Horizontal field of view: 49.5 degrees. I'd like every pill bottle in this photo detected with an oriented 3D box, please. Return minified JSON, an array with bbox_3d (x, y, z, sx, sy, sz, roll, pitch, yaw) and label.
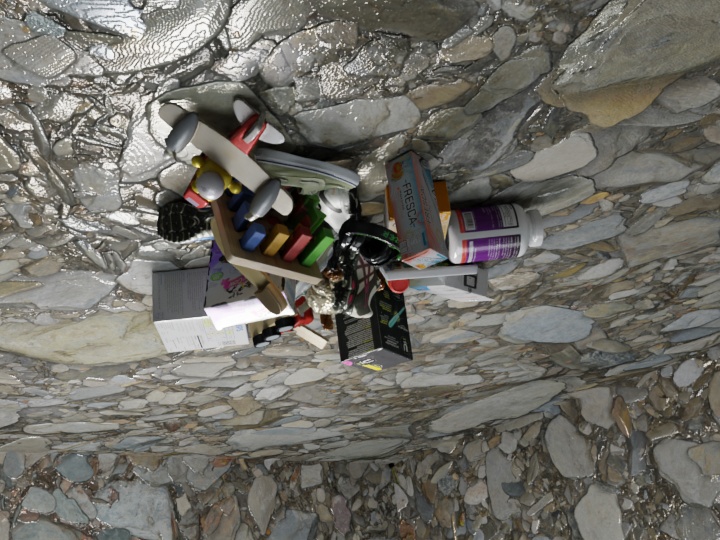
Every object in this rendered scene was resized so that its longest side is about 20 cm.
[{"bbox_3d":[0.276,-0.079,1.638,0.197,0.114,0.113,-6,156,-4],"label":"pill bottle"}]

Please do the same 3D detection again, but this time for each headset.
[{"bbox_3d":[0.004,-0.042,1.471,0.123,0.095,0.199,29,165,-31],"label":"headset"}]

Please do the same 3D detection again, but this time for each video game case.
[{"bbox_3d":[0.136,-0.019,1.706,0.197,0.022,0.182,-4,-164,-8],"label":"video game case"}]

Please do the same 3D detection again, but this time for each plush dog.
[{"bbox_3d":[-0.041,0.032,1.721,0.198,0.163,0.171,11,153,-34],"label":"plush dog"}]

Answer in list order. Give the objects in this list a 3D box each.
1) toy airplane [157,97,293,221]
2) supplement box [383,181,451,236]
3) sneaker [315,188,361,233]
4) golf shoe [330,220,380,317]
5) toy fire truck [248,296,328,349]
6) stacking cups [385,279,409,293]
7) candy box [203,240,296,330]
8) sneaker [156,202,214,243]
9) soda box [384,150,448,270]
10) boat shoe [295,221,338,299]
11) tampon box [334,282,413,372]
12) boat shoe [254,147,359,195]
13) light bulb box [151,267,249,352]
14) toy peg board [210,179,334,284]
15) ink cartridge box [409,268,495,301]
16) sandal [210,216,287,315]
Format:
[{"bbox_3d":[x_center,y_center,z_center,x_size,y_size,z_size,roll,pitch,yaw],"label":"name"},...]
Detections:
[{"bbox_3d":[-0.212,-0.170,1.243,0.197,0.142,0.201,6,133,13],"label":"toy airplane"},{"bbox_3d":[0.111,-0.096,1.597,0.124,0.075,0.201,-6,156,-2],"label":"supplement box"},{"bbox_3d":[-0.042,-0.118,1.529,0.079,0.075,0.201,4,153,9],"label":"sneaker"},{"bbox_3d":[0.000,0.000,1.622,0.087,0.203,0.077,22,163,-26],"label":"golf shoe"},{"bbox_3d":[-0.164,0.134,1.983,0.198,0.130,0.175,-3,158,-41],"label":"toy fire truck"},{"bbox_3d":[0.081,0.024,1.758,0.059,0.062,0.200,-10,-174,4],"label":"stacking cups"},{"bbox_3d":[-0.215,0.006,1.555,0.165,0.202,0.072,-12,136,9],"label":"candy box"},{"bbox_3d":[-0.294,-0.084,1.486,0.197,0.080,0.089,1,173,14],"label":"sneaker"},{"bbox_3d":[0.100,-0.108,1.411,0.063,0.203,0.068,-22,153,30],"label":"soda box"},{"bbox_3d":[-0.104,-0.004,1.611,0.065,0.203,0.074,39,170,-36],"label":"boat shoe"},{"bbox_3d":[0.028,0.128,1.910,0.125,0.203,0.149,-21,152,28],"label":"tampon box"},{"bbox_3d":[-0.096,-0.165,1.373,0.197,0.063,0.072,10,-176,-23],"label":"boat shoe"},{"bbox_3d":[-0.363,0.090,1.799,0.197,0.127,0.199,-6,155,-7],"label":"light bulb box"},{"bbox_3d":[-0.151,-0.099,1.388,0.197,0.202,0.098,16,129,-41],"label":"toy peg board"},{"bbox_3d":[0.225,0.025,1.872,0.198,0.068,0.115,15,166,-42],"label":"ink cartridge box"},{"bbox_3d":[-0.189,-0.024,1.428,0.070,0.213,0.077,-43,-163,-35],"label":"sandal"}]
